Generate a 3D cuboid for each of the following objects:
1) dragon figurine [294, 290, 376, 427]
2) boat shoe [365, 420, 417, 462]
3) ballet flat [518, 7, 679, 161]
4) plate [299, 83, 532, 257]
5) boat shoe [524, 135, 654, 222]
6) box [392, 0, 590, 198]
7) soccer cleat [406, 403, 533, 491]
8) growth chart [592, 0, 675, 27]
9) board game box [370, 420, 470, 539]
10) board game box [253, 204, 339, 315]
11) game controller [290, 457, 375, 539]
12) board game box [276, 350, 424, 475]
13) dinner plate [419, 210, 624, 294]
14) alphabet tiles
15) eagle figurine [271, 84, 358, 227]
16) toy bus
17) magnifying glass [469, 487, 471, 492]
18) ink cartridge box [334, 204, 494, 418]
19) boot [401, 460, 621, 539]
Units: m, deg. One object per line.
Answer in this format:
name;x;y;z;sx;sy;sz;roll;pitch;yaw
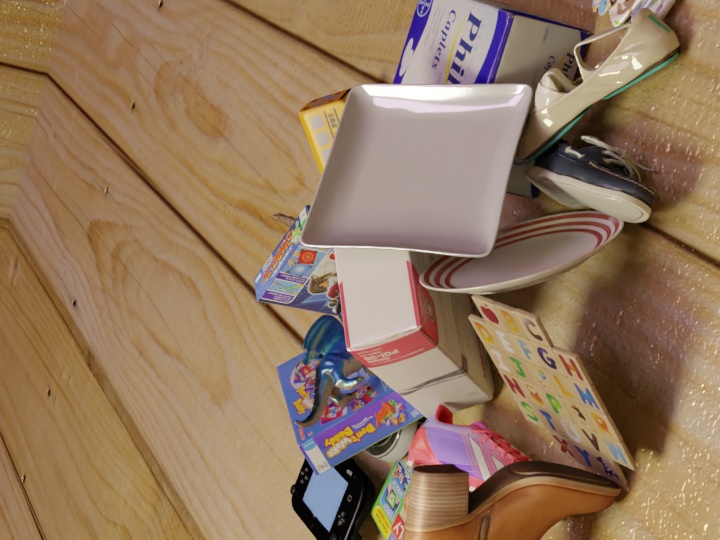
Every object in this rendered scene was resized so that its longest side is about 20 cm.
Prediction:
dragon figurine;-0.032;0.088;1.479;0.099;0.200;0.059;39;150;13
boat shoe;0.006;0.178;1.593;0.200;0.057;0.069;170;116;-70
ballet flat;0.214;-0.182;1.335;0.200;0.069;0.070;-36;49;33
plate;0.059;-0.096;1.359;0.199;0.032;0.200;3;60;25
boat shoe;0.223;-0.089;1.309;0.062;0.075;0.200;-56;16;-2
box;0.126;-0.196;1.488;0.200;0.105;0.184;37;114;58
soccer cleat;0.130;0.189;1.367;0.200;0.067;0.077;14;74;45
growth chart;0.268;-0.310;1.363;0.145;0.018;0.200;-64;31;27
board game box;0.081;0.273;1.489;0.135;0.029;0.200;-66;32;22
board game box;0.000;0.000;1.548;0.135;0.200;0.034;-51;38;40
game controller;-0.036;0.268;1.666;0.200;0.042;0.104;-150;71;-67
board game box;-0.016;0.135;1.565;0.134;0.045;0.200;-29;23;2
dinner plate;0.154;-0.012;1.316;0.200;0.200;0.024;5;116;61
alphabet tiles;0.171;0.108;1.256;0.006;0.200;0.166;-39;26;-16
eagle figurine;-0.005;-0.121;1.709;0.152;0.151;0.200;34;79;18
toy bus;0.002;-0.106;1.603;0.065;0.078;0.200;-60;-48;-66
magnifying glass;0.133;0.265;1.366;0.200;0.080;0.022;-100;26;-51
ink cartridge box;0.056;0.048;1.422;0.083;0.200;0.147;-19;57;18
boot;0.136;0.255;1.253;0.077;0.200;0.155;-165;75;-75
